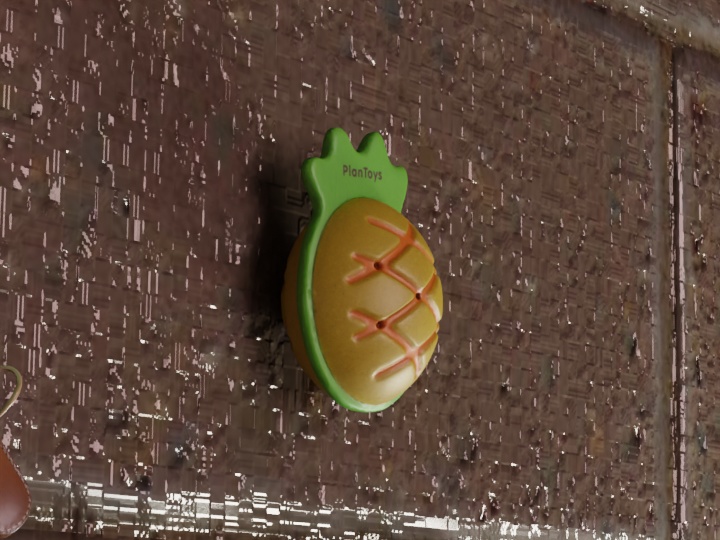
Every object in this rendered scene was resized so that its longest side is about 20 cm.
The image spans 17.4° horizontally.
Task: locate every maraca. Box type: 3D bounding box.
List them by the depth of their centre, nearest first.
[{"bbox_3d":[0.000,0.000,1.659,0.137,0.107,0.200,3,83,-55],"label":"maraca"}]

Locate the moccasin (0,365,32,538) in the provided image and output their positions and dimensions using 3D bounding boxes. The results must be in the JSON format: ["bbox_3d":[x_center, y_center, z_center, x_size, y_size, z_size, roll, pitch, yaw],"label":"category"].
[{"bbox_3d":[-0.239,0.072,1.319,0.074,0.078,0.201,-54,129,-44],"label":"moccasin"}]
